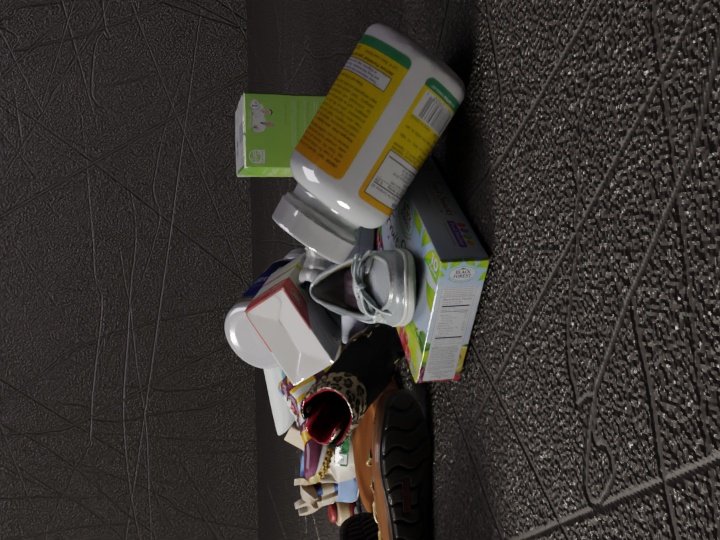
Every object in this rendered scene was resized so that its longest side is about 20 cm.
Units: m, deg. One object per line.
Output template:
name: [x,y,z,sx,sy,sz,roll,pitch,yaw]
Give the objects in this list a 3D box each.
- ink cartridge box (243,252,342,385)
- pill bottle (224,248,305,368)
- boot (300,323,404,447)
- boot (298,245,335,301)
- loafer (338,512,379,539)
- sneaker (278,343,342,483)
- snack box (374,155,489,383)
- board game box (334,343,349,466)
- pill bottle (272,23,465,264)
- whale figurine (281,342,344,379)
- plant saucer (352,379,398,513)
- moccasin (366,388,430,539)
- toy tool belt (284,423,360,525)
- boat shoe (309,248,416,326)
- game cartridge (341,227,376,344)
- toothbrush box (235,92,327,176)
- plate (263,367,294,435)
ink cartridge box: [-0.077,0.053,0.969,0.118,0.067,0.200,56,-166,-12]
pill bottle: [-0.124,0.053,1.145,0.201,0.113,0.118,-55,-22,-53]
boot: [-0.013,0.135,0.815,0.151,0.073,0.201,-46,-4,-43]
boot: [-0.052,-0.007,0.930,0.200,0.072,0.098,89,-165,-79]
loafer: [0.025,0.381,0.844,0.201,0.071,0.072,-121,26,-48]
sneaker: [-0.076,0.195,1.009,0.076,0.088,0.204,93,-177,-58]
snack box: [0.063,-0.011,0.722,0.202,0.052,0.145,-109,23,-52]
board game box: [-0.020,0.179,1.042,0.201,0.023,0.107,-85,1,-67]
pill bottle: [0.002,-0.113,0.673,0.202,0.111,0.113,-58,21,7]
whale figurine: [-0.078,0.157,1.203,0.200,0.101,0.164,-106,20,-82]
plant saucer: [0.023,0.237,0.947,0.200,0.036,0.206,178,90,-76]
moccasin: [0.043,0.235,0.809,0.077,0.072,0.207,-167,66,-67]
toy tool belt: [-0.064,0.326,1.137,0.125,0.120,0.205,-119,30,-62]
boat shoe: [0.003,0.018,0.719,0.201,0.063,0.077,-179,86,-71]
game cartridge: [0.000,0.000,0.907,0.202,0.040,0.135,93,-172,-50]
toothbrush box: [-0.051,-0.160,0.872,0.145,0.195,0.089,-166,74,-75]
plate: [-0.107,0.155,1.270,0.200,0.032,0.204,-55,-34,-51]
